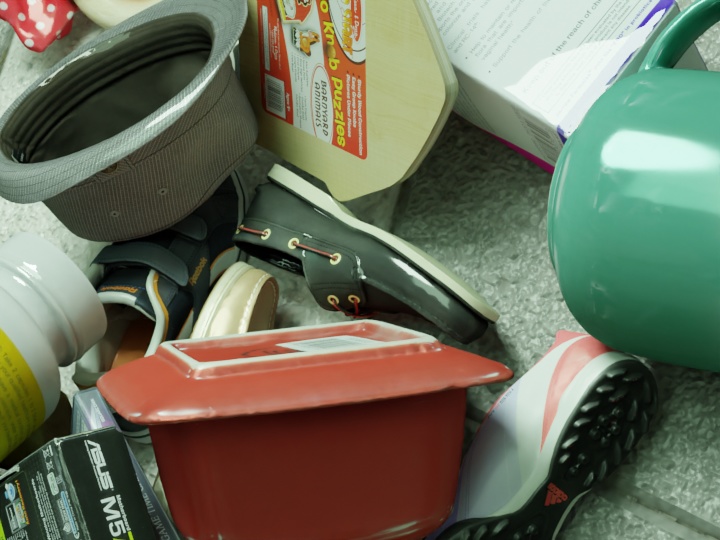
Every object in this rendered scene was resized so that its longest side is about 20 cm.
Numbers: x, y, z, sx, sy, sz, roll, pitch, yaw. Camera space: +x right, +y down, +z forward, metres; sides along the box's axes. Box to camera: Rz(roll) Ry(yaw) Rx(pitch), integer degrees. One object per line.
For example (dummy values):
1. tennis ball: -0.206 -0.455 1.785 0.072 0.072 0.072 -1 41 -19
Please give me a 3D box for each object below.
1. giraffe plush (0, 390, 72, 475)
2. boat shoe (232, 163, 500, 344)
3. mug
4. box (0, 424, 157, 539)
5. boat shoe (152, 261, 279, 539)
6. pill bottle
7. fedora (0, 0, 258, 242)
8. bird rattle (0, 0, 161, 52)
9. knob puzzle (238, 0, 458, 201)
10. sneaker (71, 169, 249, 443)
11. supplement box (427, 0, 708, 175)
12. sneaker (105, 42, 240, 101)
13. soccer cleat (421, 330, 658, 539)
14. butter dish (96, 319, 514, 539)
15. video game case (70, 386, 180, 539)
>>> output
1. giraffe plush: -0.299 0.119 1.098 0.162 0.199 0.174 -23 64 57
2. boat shoe: 0.002 0.001 1.033 0.201 0.074 0.063 30 85 40
3. mug: 0.172 -0.041 0.912 0.114 0.152 0.186 9 57 28
4. box: -0.161 0.208 0.930 0.193 0.047 0.201 -35 71 49
5. boat shoe: -0.071 0.092 1.029 0.069 0.074 0.201 6 69 19
6. pill bottle: -0.242 0.068 0.980 0.111 0.112 0.200 22 52 35
7. fedora: -0.136 -0.087 1.086 0.199 0.091 0.177 -31 32 4
8. bird rattle: -0.176 -0.239 1.246 0.162 0.113 0.201 32 85 20
9. knob puzzle: -0.005 -0.136 1.030 0.030 0.221 0.219 -21 43 -34
10. sneaker: -0.128 0.003 1.099 0.078 0.079 0.201 -2 62 29
11. supplement box: 0.101 -0.135 1.032 0.200 0.101 0.104 35 84 37
12. sneaker: -0.141 -0.132 1.178 0.200 0.080 0.074 -38 51 4
13. soccer cleat: 0.078 0.119 0.939 0.200 0.068 0.073 -51 33 -2
14. butter dish: -0.031 0.109 0.914 0.198 0.200 0.149 -7 94 -15
15. video game case: -0.119 0.184 0.963 0.019 0.143 0.200 -15 51 -26
